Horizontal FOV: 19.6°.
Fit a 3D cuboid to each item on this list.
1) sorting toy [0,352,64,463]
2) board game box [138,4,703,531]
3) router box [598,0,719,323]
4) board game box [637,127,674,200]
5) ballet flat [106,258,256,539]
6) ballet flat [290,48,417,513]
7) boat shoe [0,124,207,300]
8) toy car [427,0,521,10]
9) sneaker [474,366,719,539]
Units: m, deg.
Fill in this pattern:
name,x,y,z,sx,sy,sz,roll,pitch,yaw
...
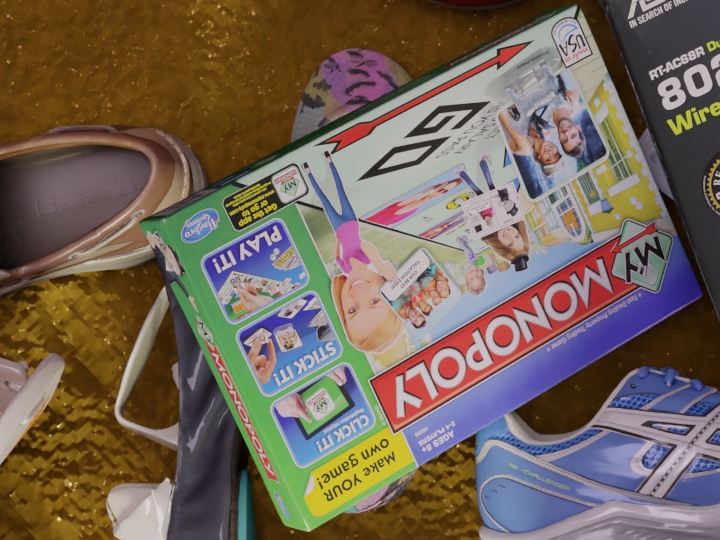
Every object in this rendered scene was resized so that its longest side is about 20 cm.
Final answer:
name,x,y,z,sx,sy,sz,roll,pitch,yaw
sorting toy,-0.245,0.092,0.820,0.200,0.107,0.180,17,39,9
board game box,0.029,-0.004,0.829,0.200,0.029,0.135,-29,101,-21
router box,0.209,-0.078,0.800,0.200,0.062,0.150,-25,70,20
board game box,0.242,-0.069,0.833,0.200,0.026,0.200,39,98,26
ballet flat,-0.069,0.077,0.866,0.073,0.073,0.200,2,75,6
ballet flat,0.000,0.000,0.868,0.069,0.071,0.200,1,82,7
boat shoe,-0.167,-0.020,0.888,0.200,0.072,0.076,-21,80,3
toy car,0.047,-0.208,0.826,0.184,0.200,0.177,11,84,8
sneaker,0.140,0.072,0.840,0.200,0.076,0.077,-15,85,3
